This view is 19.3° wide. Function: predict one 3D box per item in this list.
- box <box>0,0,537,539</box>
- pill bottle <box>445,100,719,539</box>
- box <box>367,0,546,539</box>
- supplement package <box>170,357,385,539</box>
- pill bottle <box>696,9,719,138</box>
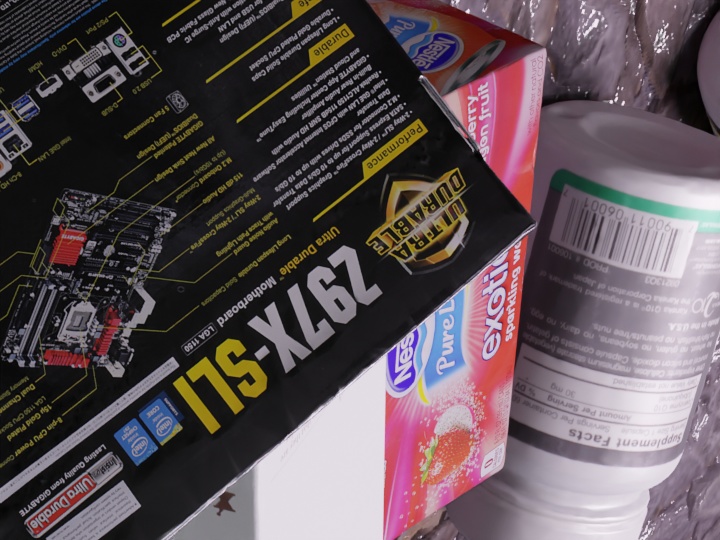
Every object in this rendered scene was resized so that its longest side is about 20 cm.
[{"bbox_3d":[-0.069,-0.016,0.604,0.200,0.160,0.049,-40,-176,-28],"label":"box"},{"bbox_3d":[0.107,0.032,0.986,0.113,0.113,0.201,-11,122,-50],"label":"pill bottle"},{"bbox_3d":[0.000,0.000,0.831,0.099,0.095,0.201,-28,133,-40],"label":"box"},{"bbox_3d":[-0.063,0.070,0.749,0.117,0.116,0.201,-55,152,-51],"label":"supplement package"},{"bbox_3d":[0.249,-0.060,1.119,0.112,0.111,0.200,-53,146,-14],"label":"pill bottle"}]
